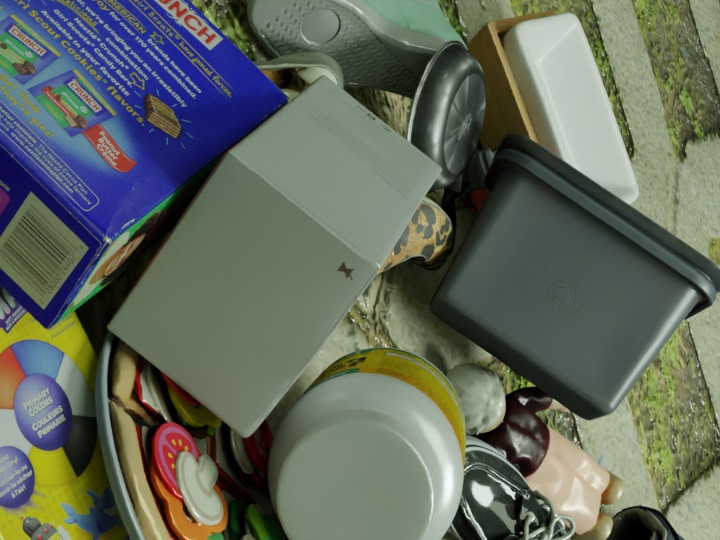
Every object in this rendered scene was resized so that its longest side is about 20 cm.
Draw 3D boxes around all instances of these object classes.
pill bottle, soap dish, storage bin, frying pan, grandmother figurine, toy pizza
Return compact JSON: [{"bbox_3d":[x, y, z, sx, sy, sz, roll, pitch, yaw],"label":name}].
[{"bbox_3d":[0.006,0.111,0.807,0.200,0.112,0.114,-36,106,-83],"label":"pill bottle"},{"bbox_3d":[0.168,-0.129,1.249,0.157,0.081,0.202,-25,94,-56],"label":"soap dish"},{"bbox_3d":[0.151,0.016,1.056,0.199,0.146,0.135,36,80,3],"label":"storage bin"},{"bbox_3d":[0.063,-0.077,1.037,0.115,0.031,0.192,-37,136,-54],"label":"frying pan"},{"bbox_3d":[0.130,0.143,1.086,0.200,0.060,0.122,44,48,-30],"label":"grandmother figurine"},{"bbox_3d":[-0.081,0.111,0.765,0.201,0.031,0.201,60,16,-29],"label":"toy pizza"}]

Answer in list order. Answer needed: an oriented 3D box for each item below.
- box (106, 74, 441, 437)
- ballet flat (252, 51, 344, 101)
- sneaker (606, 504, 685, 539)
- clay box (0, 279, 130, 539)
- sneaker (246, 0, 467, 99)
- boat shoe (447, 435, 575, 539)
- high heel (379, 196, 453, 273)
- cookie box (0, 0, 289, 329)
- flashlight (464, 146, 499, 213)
[{"bbox_3d":[-0.040,-0.016,0.782,0.097,0.125,0.200,37,22,-2],"label":"box"},{"bbox_3d":[-0.056,-0.109,0.928,0.199,0.063,0.068,-12,119,-54],"label":"ballet flat"},{"bbox_3d":[0.248,0.295,1.146,0.146,0.076,0.204,48,29,-48],"label":"sneaker"},{"bbox_3d":[-0.179,0.068,0.687,0.115,0.047,0.202,-40,109,-57],"label":"clay box"},{"bbox_3d":[-0.012,-0.199,1.052,0.199,0.074,0.119,14,39,-37],"label":"sneaker"},{"bbox_3d":[0.118,0.198,1.013,0.074,0.068,0.200,-44,121,-18],"label":"boat shoe"},{"bbox_3d":[0.000,0.000,0.992,0.144,0.071,0.200,-64,150,-12],"label":"high heel"},{"bbox_3d":[-0.154,-0.092,0.729,0.171,0.075,0.200,44,36,-1],"label":"cookie box"},{"bbox_3d":[0.139,-0.008,1.169,0.067,0.068,0.202,-20,95,-41],"label":"flashlight"}]
